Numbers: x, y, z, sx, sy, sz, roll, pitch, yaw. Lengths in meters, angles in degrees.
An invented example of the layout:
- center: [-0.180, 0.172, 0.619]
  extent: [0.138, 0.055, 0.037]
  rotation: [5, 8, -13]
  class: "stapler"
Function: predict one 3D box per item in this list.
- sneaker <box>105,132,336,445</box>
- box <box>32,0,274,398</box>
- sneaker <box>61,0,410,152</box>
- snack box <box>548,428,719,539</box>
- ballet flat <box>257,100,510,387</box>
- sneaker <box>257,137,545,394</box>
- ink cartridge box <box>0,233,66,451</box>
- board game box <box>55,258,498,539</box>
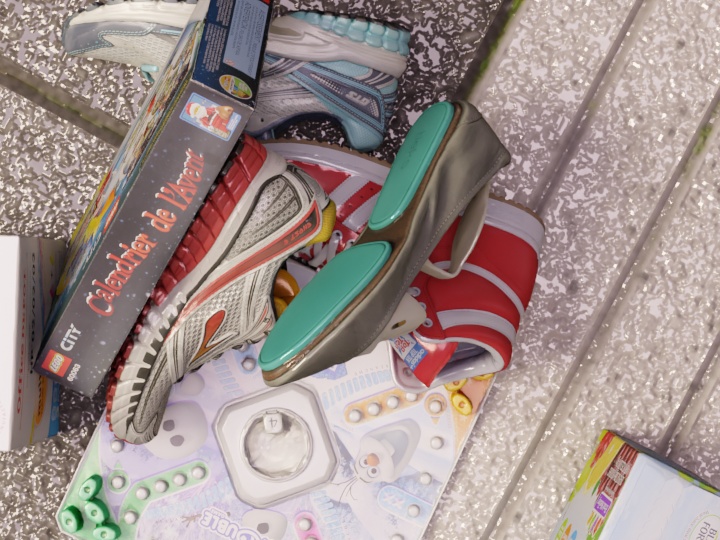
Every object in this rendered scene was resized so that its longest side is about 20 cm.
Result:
- center: [-0.080, 0.024, 1.305]
  extent: [0.082, 0.078, 0.201]
  rotation: [26, 122, -12]
  class: "sneaker"
- center: [-0.110, -0.048, 1.287]
  extent: [0.037, 0.137, 0.201]
  rotation: [25, 120, -12]
  class: "box"
- center: [-0.074, -0.109, 1.358]
  extent: [0.198, 0.078, 0.087]
  rotation: [6, 93, 2]
  class: "sneaker"
- center: [0.130, 0.179, 1.288]
  extent: [0.067, 0.200, 0.170]
  rotation: [26, 91, 2]
  class: "snack box"
- center: [0.021, -0.003, 1.270]
  extent: [0.064, 0.067, 0.201]
  rotation: [44, 62, -22]
  class: "ballet flat"
- center: [0.000, 0.000, 1.337]
  extent: [0.198, 0.071, 0.113]
  rotation: [13, 61, -2]
  class: "sneaker"
- center: [-0.208, 0.038, 1.296]
  extent: [0.067, 0.200, 0.116]
  rotation: [2, 90, 2]
  class: "ink cartridge box"
- center: [-0.049, 0.101, 1.380]
  extent: [0.199, 0.026, 0.201]
  rotation: [25, 90, 1]
  class: "board game box"
